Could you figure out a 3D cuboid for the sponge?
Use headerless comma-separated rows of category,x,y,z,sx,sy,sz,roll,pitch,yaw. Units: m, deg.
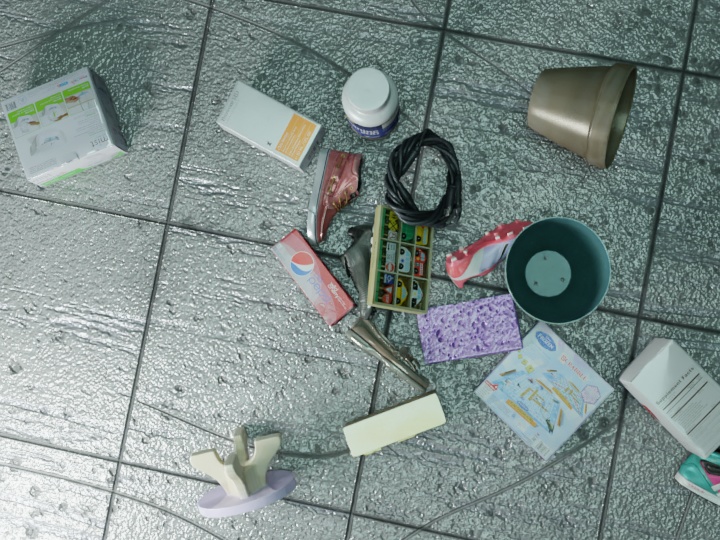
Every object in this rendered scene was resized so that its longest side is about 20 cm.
sponge,0.218,0.118,1.733,0.198,0.030,0.113,-11,77,12

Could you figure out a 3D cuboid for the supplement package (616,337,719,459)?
supplement package,0.615,0.242,1.671,0.120,0.121,0.200,-45,85,1

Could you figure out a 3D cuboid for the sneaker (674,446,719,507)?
sneaker,0.726,0.399,1.678,0.198,0.084,0.122,26,99,6

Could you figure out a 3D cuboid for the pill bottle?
pill bottle,0.021,-0.329,1.703,0.110,0.200,0.112,0,86,4

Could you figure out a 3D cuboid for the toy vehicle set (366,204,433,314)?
toy vehicle set,0.082,-0.021,1.730,0.123,0.026,0.202,10,78,-23

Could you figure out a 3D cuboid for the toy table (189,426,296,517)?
toy table,-0.236,0.396,1.705,0.198,0.184,0.118,-17,102,-9

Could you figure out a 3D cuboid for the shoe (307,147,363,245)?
shoe,-0.049,-0.147,1.762,0.090,0.071,0.202,8,83,10

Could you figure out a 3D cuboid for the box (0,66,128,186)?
box,-0.611,-0.296,1.798,0.198,0.097,0.178,-22,86,2

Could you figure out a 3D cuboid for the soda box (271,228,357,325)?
soda box,-0.094,0.015,1.762,0.070,0.063,0.201,-38,85,1

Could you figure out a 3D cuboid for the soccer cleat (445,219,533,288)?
soccer cleat,0.265,-0.036,1.747,0.198,0.067,0.077,-26,117,-3

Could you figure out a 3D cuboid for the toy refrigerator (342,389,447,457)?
toy refrigerator,0.070,0.307,1.729,0.198,0.076,0.071,-20,86,2

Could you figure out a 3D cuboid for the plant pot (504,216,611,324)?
plant pot,0.375,0.003,1.693,0.198,0.135,0.203,0,87,3

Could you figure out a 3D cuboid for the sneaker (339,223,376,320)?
sneaker,0.000,0.000,1.756,0.089,0.066,0.203,3,81,9

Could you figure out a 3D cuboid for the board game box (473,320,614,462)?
board game box,0.363,0.238,1.729,0.200,0.041,0.200,44,91,6

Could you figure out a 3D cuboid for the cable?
cable,0.126,-0.185,1.733,0.161,0.051,0.203,3,81,-12

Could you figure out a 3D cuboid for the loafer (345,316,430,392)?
loafer,0.064,0.164,1.743,0.199,0.072,0.063,36,83,8

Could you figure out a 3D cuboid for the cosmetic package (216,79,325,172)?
cosmetic package,-0.182,-0.295,1.780,0.199,0.071,0.102,28,90,5

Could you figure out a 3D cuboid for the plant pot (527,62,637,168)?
plant pot,0.427,-0.318,1.694,0.172,0.200,0.202,19,88,21
